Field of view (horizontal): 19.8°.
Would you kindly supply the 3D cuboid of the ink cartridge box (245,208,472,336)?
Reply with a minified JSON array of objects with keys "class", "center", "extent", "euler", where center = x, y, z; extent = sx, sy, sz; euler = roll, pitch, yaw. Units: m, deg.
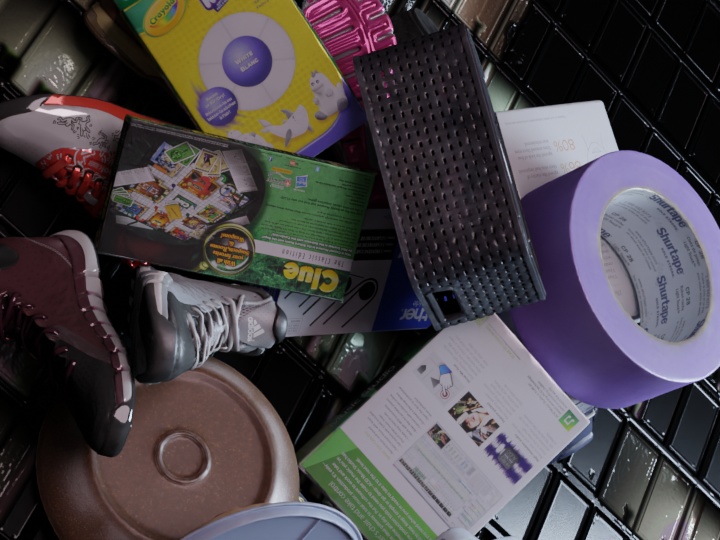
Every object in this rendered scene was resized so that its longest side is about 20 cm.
[{"class":"ink cartridge box","center":[0.000,0.000,1.669],"extent":[0.200,0.044,0.094],"euler":[-2,115,-42]}]

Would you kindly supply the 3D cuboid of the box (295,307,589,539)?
[{"class":"box","center":[0.064,0.135,1.640],"extent":[0.200,0.036,0.144],"euler":[-43,101,-9]}]

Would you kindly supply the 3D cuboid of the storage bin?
[{"class":"storage bin","center":[0.070,-0.071,1.587],"extent":[0.135,0.094,0.201],"euler":[58,18,-67]}]

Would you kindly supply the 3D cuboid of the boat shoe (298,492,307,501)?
[{"class":"boat shoe","center":[-0.037,0.213,1.570],"extent":[0.200,0.071,0.091],"euler":[12,65,-37]}]

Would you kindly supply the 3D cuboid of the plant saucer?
[{"class":"plant saucer","center":[-0.133,0.141,1.496],"extent":[0.200,0.037,0.201],"euler":[10,62,-19]}]

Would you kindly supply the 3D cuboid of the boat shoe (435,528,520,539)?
[{"class":"boat shoe","center":[0.113,0.261,1.617],"extent":[0.091,0.071,0.200],"euler":[44,8,25]}]

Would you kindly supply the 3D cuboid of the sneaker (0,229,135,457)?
[{"class":"sneaker","center":[-0.232,0.051,1.444],"extent":[0.115,0.076,0.200],"euler":[3,41,-27]}]

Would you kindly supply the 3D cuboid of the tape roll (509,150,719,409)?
[{"class":"tape roll","center":[0.216,0.008,1.708],"extent":[0.200,0.085,0.201],"euler":[18,62,-36]}]

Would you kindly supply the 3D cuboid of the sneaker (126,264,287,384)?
[{"class":"sneaker","center":[-0.106,0.037,1.482],"extent":[0.115,0.200,0.075],"euler":[6,101,-10]}]

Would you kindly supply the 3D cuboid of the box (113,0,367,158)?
[{"class":"box","center":[-0.095,-0.167,1.568],"extent":[0.117,0.048,0.200],"euler":[-35,99,-5]}]

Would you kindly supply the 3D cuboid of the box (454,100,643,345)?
[{"class":"box","center":[0.159,-0.034,1.809],"extent":[0.152,0.106,0.201],"euler":[-10,80,-43]}]

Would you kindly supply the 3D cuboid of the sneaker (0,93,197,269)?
[{"class":"sneaker","center":[-0.188,-0.063,1.546],"extent":[0.201,0.067,0.108],"euler":[10,65,-41]}]

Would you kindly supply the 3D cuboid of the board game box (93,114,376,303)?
[{"class":"board game box","center":[-0.093,-0.045,1.542],"extent":[0.199,0.023,0.105],"euler":[12,96,-23]}]

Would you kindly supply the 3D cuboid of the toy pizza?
[{"class":"toy pizza","center":[-0.090,0.230,1.458],"extent":[0.200,0.200,0.032],"euler":[8,34,-39]}]

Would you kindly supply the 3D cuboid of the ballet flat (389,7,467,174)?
[{"class":"ballet flat","center":[0.058,-0.144,1.750],"extent":[0.066,0.057,0.200],"euler":[32,29,-38]}]

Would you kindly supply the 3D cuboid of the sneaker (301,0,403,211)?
[{"class":"sneaker","center":[-0.007,-0.147,1.720],"extent":[0.081,0.088,0.201],"euler":[-15,98,-10]}]

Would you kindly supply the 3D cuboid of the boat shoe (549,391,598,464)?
[{"class":"boat shoe","center":[0.117,0.140,1.732],"extent":[0.200,0.093,0.075],"euler":[-20,44,-17]}]

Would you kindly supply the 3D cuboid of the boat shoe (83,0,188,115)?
[{"class":"boat shoe","center":[-0.123,-0.158,1.621],"extent":[0.200,0.068,0.072],"euler":[39,9,-22]}]
